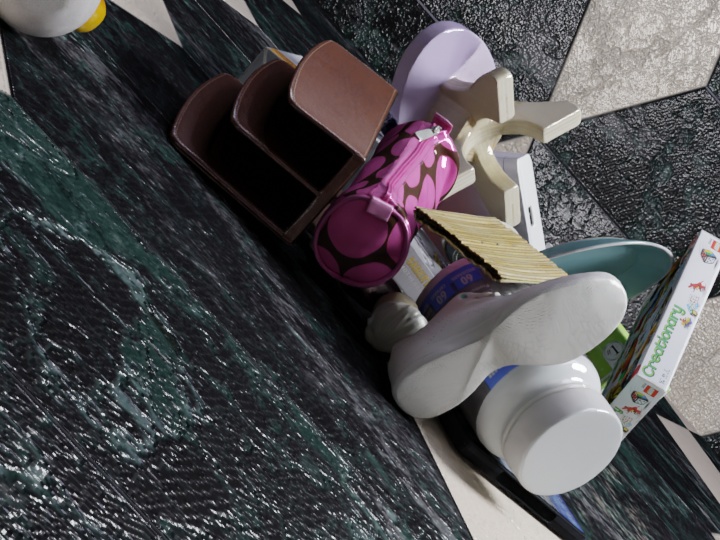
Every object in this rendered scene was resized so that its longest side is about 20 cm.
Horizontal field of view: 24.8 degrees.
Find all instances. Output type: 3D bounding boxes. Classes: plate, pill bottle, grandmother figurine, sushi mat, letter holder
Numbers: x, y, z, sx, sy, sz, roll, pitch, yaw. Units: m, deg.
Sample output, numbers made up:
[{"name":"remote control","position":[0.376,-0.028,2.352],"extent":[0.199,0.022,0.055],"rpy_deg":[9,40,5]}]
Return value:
[{"name":"plate","position":[0.205,0.006,1.591],"extent":[0.200,0.200,0.026],"rpy_deg":[31,42,-62]},{"name":"pill bottle","position":[0.131,0.087,1.376],"extent":[0.114,0.114,0.200],"rpy_deg":[40,12,-44]},{"name":"grandmother figurine","position":[0.000,0.000,1.419],"extent":[0.121,0.061,0.200],"rpy_deg":[22,24,-44]},{"name":"sushi mat","position":[0.116,-0.018,1.387],"extent":[0.096,0.012,0.200],"rpy_deg":[39,14,20]},{"name":"letter holder","position":[-0.064,-0.134,1.383],"extent":[0.142,0.101,0.200],"rpy_deg":[39,23,-7]}]

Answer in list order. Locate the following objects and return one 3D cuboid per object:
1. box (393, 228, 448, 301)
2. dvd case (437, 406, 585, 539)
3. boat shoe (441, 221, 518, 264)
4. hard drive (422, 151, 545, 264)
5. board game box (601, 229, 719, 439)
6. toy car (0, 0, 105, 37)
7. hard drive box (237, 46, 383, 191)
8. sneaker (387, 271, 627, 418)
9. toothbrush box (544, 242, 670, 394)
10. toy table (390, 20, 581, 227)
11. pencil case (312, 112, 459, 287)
[{"name":"box","position":[0.066,0.018,1.618],"extent":[0.200,0.048,0.158],"rpy_deg":[53,8,-6]},{"name":"dvd case","position":[0.118,0.155,1.455],"extent":[0.200,0.018,0.143],"rpy_deg":[42,12,-40]},{"name":"boat shoe","position":[0.140,0.010,1.651],"extent":[0.200,0.073,0.062],"rpy_deg":[47,25,-58]},{"name":"hard drive","position":[0.109,-0.068,1.774],"extent":[0.200,0.027,0.132],"rpy_deg":[9,-62,44]},{"name":"board game box","position":[0.283,0.068,1.565],"extent":[0.035,0.126,0.200],"rpy_deg":[31,52,2]},{"name":"toy car","position":[-0.231,-0.273,1.164],"extent":[0.200,0.150,0.175],"rpy_deg":[45,10,-23]},{"name":"hard drive box","position":[-0.046,-0.151,1.695],"extent":[0.156,0.077,0.200],"rpy_deg":[41,8,2]},{"name":"sneaker","position":[0.111,0.040,1.305],"extent":[0.089,0.200,0.075],"rpy_deg":[-103,168,-58]},{"name":"toothbrush box","position":[0.210,0.093,1.739],"extent":[0.086,0.146,0.200],"rpy_deg":[40,13,-42]},{"name":"toy table","position":[0.112,-0.137,1.614],"extent":[0.117,0.184,0.200],"rpy_deg":[42,-17,41]},{"name":"pencil case","position":[0.026,-0.064,1.388],"extent":[0.091,0.094,0.200],"rpy_deg":[40,30,-5]}]
